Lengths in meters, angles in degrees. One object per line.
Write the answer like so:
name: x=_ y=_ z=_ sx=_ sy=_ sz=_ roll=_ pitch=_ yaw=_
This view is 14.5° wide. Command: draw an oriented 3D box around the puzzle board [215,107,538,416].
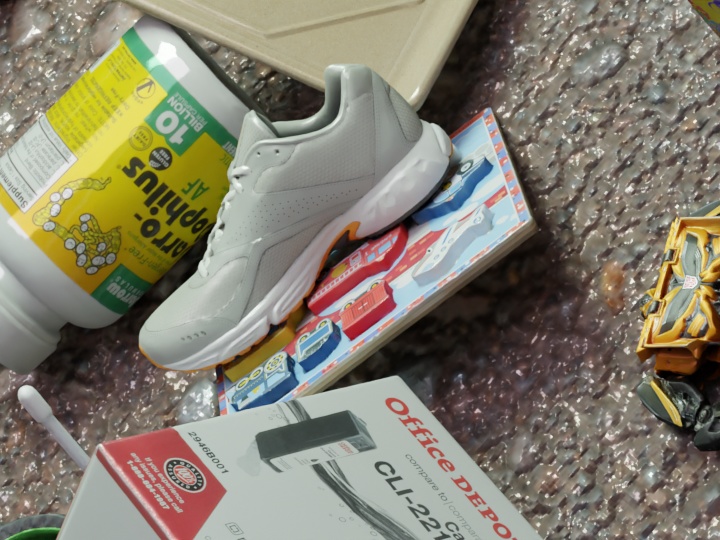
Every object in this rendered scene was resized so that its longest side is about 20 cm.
puzzle board: x=0.000 y=0.000 z=1.508 sx=0.200 sy=0.017 sz=0.151 roll=-36 pitch=25 yaw=11

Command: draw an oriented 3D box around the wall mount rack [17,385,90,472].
wall mount rack: x=-0.105 y=0.144 z=1.429 sx=0.201 sy=0.173 sz=0.075 roll=-84 pitch=12 yaw=-55

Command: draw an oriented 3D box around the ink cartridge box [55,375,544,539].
ink cartridge box: x=-0.023 y=0.140 z=1.352 sx=0.144 sy=0.199 sz=0.084 roll=48 pitch=128 yaw=30

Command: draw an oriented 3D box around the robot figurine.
robot figurine: x=0.220 y=0.019 z=1.369 sx=0.199 sy=0.058 sz=0.146 roll=4 pitch=66 yaw=34

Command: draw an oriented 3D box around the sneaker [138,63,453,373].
sneaker: x=-0.052 y=-0.033 z=1.511 sx=0.200 sy=0.092 sz=0.076 roll=-41 pitch=22 yaw=1

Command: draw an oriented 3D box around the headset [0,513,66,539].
headset: x=-0.139 y=0.205 z=1.478 sx=0.199 sy=0.094 sz=0.124 roll=29 pitch=82 yaw=23

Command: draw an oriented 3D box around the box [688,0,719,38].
box: x=0.282 y=-0.192 z=1.405 sx=0.199 sy=0.122 sz=0.193 roll=22 pitch=79 yaw=39

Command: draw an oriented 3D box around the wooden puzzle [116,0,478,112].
wooden puzzle: x=-0.023 y=-0.185 z=1.594 sx=0.199 sy=0.037 sz=0.186 roll=22 pitch=61 yaw=11

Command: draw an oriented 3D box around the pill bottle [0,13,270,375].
pill bottle: x=-0.148 y=-0.040 z=1.605 sx=0.200 sy=0.113 sz=0.113 roll=-44 pitch=50 yaw=4
